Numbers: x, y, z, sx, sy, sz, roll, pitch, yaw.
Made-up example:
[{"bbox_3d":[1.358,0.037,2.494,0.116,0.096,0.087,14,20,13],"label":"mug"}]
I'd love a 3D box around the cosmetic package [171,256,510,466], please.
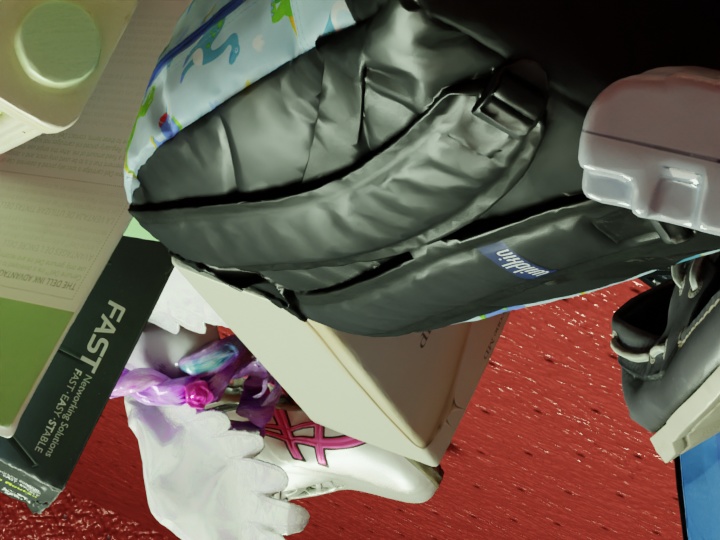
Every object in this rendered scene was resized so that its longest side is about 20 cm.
[{"bbox_3d":[0.000,0.000,0.988,0.073,0.104,0.200,19,166,23],"label":"cosmetic package"}]

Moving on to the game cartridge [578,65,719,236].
[{"bbox_3d":[0.156,-0.014,0.547,0.199,0.041,0.133,13,-176,10],"label":"game cartridge"}]

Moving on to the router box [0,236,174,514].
[{"bbox_3d":[-0.153,-0.021,0.972,0.150,0.201,0.062,28,162,-9],"label":"router box"}]

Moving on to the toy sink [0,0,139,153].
[{"bbox_3d":[-0.139,-0.118,0.779,0.130,0.112,0.200,30,165,-18],"label":"toy sink"}]

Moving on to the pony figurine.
[{"bbox_3d":[-0.091,0.041,1.128,0.193,0.200,0.167,3,110,37],"label":"pony figurine"}]

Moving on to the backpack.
[{"bbox_3d":[0.016,-0.050,0.714,0.163,0.154,0.200,25,140,-27],"label":"backpack"}]

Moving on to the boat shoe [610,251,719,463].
[{"bbox_3d":[0.114,0.014,0.750,0.063,0.072,0.200,59,171,11],"label":"boat shoe"}]

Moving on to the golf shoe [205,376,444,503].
[{"bbox_3d":[-0.039,0.126,1.556,0.199,0.092,0.073,18,163,27],"label":"golf shoe"}]

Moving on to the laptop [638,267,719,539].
[{"bbox_3d":[0.127,0.033,0.874,0.200,0.104,0.177,33,164,-26],"label":"laptop"}]

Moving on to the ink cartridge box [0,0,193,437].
[{"bbox_3d":[-0.113,-0.027,0.875,0.145,0.201,0.048,9,158,45],"label":"ink cartridge box"}]
